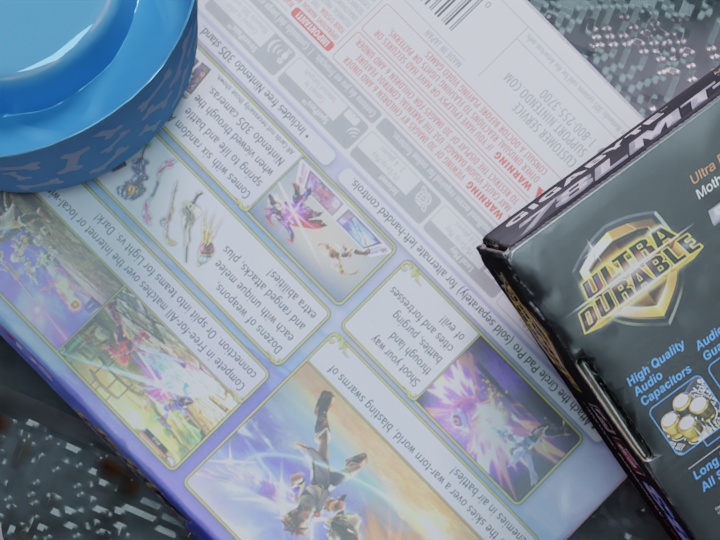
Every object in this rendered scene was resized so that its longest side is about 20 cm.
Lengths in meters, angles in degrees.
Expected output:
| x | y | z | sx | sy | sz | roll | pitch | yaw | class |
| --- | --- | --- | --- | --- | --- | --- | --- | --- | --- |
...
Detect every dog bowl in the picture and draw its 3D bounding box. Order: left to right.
| x | y | z | sx | sy | sz | roll | pitch | yaw | class |
| --- | --- | --- | --- | --- | --- | --- | --- | --- | --- |
| -0.108 | -0.112 | 0.842 | 0.111 | 0.050 | 0.201 | -19 | 66 | 2 | dog bowl |

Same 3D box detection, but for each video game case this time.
| x | y | z | sx | sy | sz | roll | pitch | yaw | class |
| --- | --- | --- | --- | --- | --- | --- | --- | --- | --- |
| 0.000 | 0.000 | 0.861 | 0.181 | 0.045 | 0.200 | -44 | 87 | -11 | video game case |

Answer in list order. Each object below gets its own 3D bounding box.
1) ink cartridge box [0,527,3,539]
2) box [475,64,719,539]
| x | y | z | sx | sy | sz | roll | pitch | yaw | class |
| --- | --- | --- | --- | --- | --- | --- | --- | --- | --- |
| -0.194 | 0.114 | 0.771 | 0.199 | 0.146 | 0.083 | -2 | 79 | -6 | ink cartridge box |
| 0.168 | 0.017 | 0.825 | 0.200 | 0.050 | 0.199 | -37 | 97 | -5 | box |
